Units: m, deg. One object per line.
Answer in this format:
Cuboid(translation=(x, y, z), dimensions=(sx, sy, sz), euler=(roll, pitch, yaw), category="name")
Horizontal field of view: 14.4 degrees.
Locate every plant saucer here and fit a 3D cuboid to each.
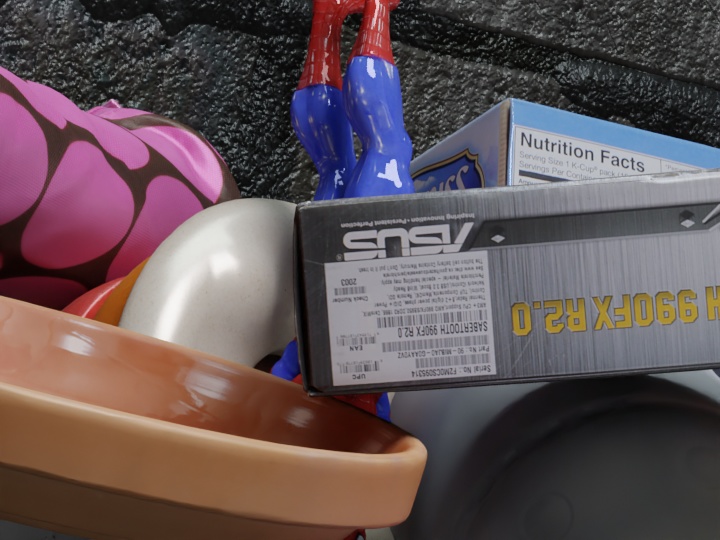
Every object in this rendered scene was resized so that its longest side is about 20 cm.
Cuboid(translation=(-0.084, 0.029, 0.657), dimensions=(0.199, 0.033, 0.200), euler=(14, 2, -1), category="plant saucer")

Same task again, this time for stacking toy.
Cuboid(translation=(-0.085, 0.061, 0.957), dimensions=(0.199, 0.147, 0.146), euler=(-10, -14, 42), category="stacking toy")

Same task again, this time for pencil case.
Cuboid(translation=(-0.120, -0.038, 0.949), dimensions=(0.090, 0.094, 0.200), euler=(-22, -21, 18), category="pencil case")

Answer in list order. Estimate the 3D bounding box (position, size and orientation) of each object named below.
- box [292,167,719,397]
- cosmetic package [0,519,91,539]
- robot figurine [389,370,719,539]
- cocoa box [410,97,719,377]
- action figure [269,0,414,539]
Cuboid(translation=(0.088, 0.001, 0.735), dimensions=(0.199, 0.049, 0.158), euler=(-4, -2, 4), category="box")
Cuboid(translation=(-0.122, 0.072, 0.671), dimensions=(0.101, 0.072, 0.200), euler=(14, 3, 9), category="cosmetic package")
Cuboid(translation=(0.071, 0.076, 0.847), dimensions=(0.113, 0.169, 0.200), euler=(58, 1, -23), category="robot figurine")
Cuboid(translation=(0.062, 0.034, 1.103), dimensions=(0.133, 0.132, 0.200), euler=(11, -20, -24), category="cocoa box")
Cuboid(translation=(0.000, 0.000, 0.863), dimensions=(0.051, 0.201, 0.065), euler=(20, -21, -30), category="action figure")
